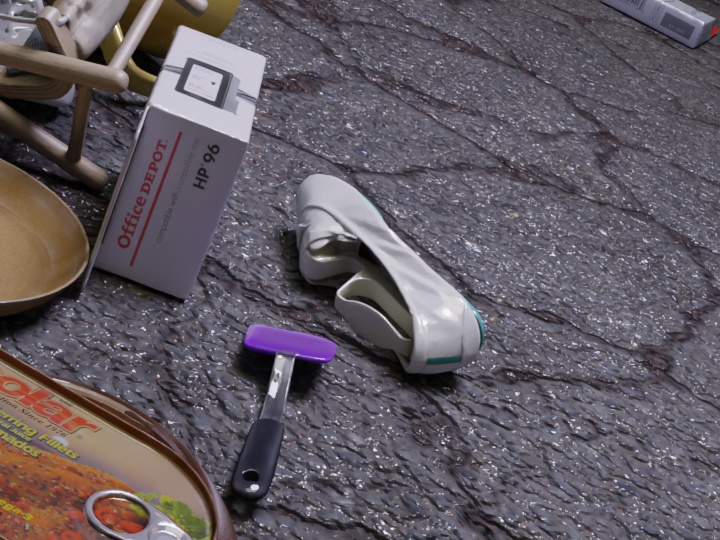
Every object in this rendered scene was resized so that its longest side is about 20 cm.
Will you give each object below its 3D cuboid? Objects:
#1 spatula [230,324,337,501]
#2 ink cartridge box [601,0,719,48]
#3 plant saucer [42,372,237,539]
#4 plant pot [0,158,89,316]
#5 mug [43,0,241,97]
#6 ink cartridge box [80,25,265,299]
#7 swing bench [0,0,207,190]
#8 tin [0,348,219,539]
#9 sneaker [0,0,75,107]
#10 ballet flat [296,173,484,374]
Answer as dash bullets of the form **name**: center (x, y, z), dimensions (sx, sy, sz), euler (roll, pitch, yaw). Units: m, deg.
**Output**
- **spatula**: center (-0.048, 0.073, 0.840), dimensions (0.056, 0.021, 0.200), euler (10, 26, 0)
- **ink cartridge box**: center (0.469, -0.406, 2.301), dimensions (0.159, 0.048, 0.200), euler (30, 26, 15)
- **plant saucer**: center (-0.143, 0.102, 0.683), dimensions (0.198, 0.032, 0.201), euler (20, 25, -10)
- **plant pot**: center (-0.253, -0.027, 0.854), dimensions (0.198, 0.028, 0.200), euler (20, 23, -9)
- **mug**: center (-0.181, -0.246, 1.202), dimensions (0.186, 0.150, 0.153), euler (43, 20, 29)
- **ink cartridge box**: center (-0.114, -0.064, 0.950), dimensions (0.067, 0.117, 0.200), euler (20, 25, -8)
- **swing bench**: center (-0.218, -0.196, 1.017), dimensions (0.198, 0.130, 0.200), euler (24, 55, -2)
- **tin**: center (-0.153, 0.082, 0.630), dimensions (0.199, 0.042, 0.112), euler (29, 28, 11)
- **sneaker**: center (-0.263, -0.196, 1.122), dimensions (0.075, 0.089, 0.200), euler (5, 30, -39)
- **ballet flat**: center (0.000, 0.000, 1.000), dimensions (0.069, 0.070, 0.200), euler (-1, 35, -44)
